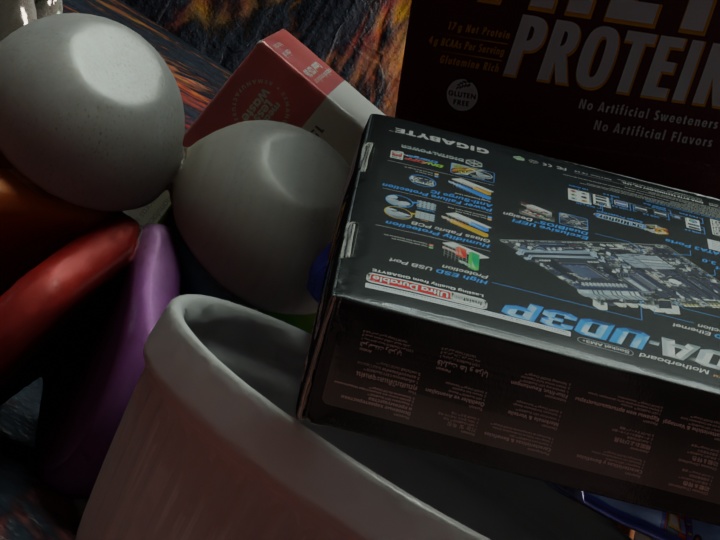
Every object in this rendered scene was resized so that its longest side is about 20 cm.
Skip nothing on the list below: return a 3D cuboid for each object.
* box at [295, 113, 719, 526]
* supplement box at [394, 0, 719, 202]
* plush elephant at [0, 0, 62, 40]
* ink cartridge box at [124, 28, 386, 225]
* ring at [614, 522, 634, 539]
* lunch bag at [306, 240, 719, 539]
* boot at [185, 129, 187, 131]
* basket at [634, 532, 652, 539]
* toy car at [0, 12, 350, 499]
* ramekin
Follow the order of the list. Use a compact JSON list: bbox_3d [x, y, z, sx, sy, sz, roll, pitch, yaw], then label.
[{"bbox_3d":[0.086,0.018,0.741,0.199,0.046,0.159,14,25,-2],"label":"box"},{"bbox_3d":[0.094,-0.114,0.898,0.132,0.202,0.197,9,13,5],"label":"supplement box"},{"bbox_3d":[-0.255,-0.144,1.326,0.155,0.164,0.200,53,-9,41],"label":"plush elephant"},{"bbox_3d":[0.000,0.000,1.037,0.200,0.117,0.068,40,12,-2],"label":"ink cartridge box"},{"bbox_3d":[0.157,0.162,0.981,0.200,0.019,0.201,44,-27,29],"label":"ring"},{"bbox_3d":[0.081,0.045,0.841,0.199,0.095,0.150,11,17,-38],"label":"lunch bag"},{"bbox_3d":[-0.089,-0.026,1.278,0.199,0.068,0.130,20,-23,-36],"label":"boot"},{"bbox_3d":[0.129,0.078,1.154,0.197,0.201,0.161,31,4,4],"label":"basket"},{"bbox_3d":[-0.103,0.016,0.882,0.199,0.175,0.150,29,41,-15],"label":"toy car"},{"bbox_3d":[-0.002,0.103,0.771,0.199,0.105,0.200,30,7,-4],"label":"ramekin"}]
